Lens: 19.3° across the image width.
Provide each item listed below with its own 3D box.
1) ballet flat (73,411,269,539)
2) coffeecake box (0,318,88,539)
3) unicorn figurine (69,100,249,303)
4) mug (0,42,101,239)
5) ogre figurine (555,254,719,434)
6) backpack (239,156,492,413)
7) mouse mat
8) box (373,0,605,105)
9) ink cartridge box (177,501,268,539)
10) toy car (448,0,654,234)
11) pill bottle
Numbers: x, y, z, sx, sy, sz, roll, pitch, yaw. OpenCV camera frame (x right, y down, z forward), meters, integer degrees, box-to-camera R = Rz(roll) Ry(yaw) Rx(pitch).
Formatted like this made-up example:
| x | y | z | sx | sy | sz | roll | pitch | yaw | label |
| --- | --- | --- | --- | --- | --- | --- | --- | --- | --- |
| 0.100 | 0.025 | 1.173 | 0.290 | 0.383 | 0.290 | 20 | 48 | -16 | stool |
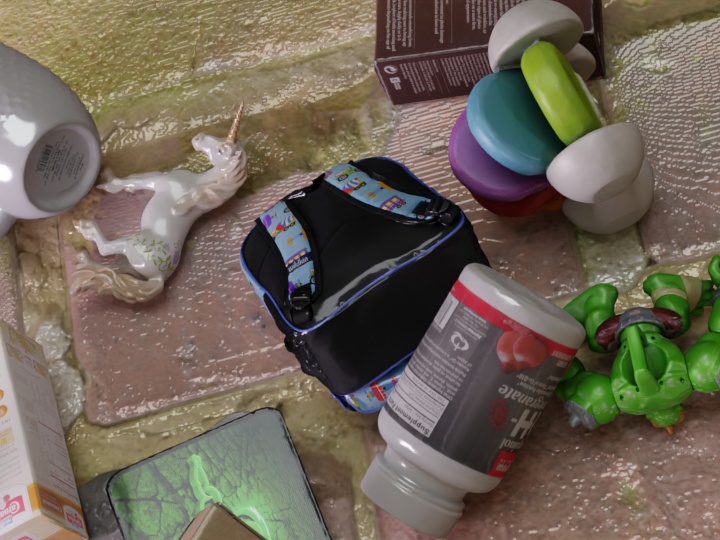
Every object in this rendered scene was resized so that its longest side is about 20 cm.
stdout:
| x | y | z | sx | sy | sz | roll | pitch | yaw | label |
| --- | --- | --- | --- | --- | --- | --- | --- | --- | --- |
| -0.160 | 0.178 | 1.764 | 0.200 | 0.046 | 0.067 | -30 | 71 | 4 | ballet flat |
| -0.328 | 0.165 | 1.780 | 0.153 | 0.073 | 0.200 | -29 | 55 | 14 | coffeecake box |
| -0.178 | -0.057 | 1.900 | 0.137 | 0.074 | 0.200 | 11 | 80 | 22 | unicorn figurine |
| -0.334 | -0.100 | 1.911 | 0.175 | 0.148 | 0.200 | 27 | 86 | 39 | mug |
| 0.224 | 0.062 | 1.685 | 0.200 | 0.098 | 0.120 | -4 | 46 | 1 | ogre figurine |
| 0.000 | 0.000 | 1.765 | 0.183 | 0.135 | 0.200 | -35 | 32 | -7 | backpack |
| -0.105 | 0.225 | 1.707 | 0.161 | 0.008 | 0.200 | -24 | 70 | 3 | mouse mat |
| 0.116 | -0.220 | 1.903 | 0.200 | 0.075 | 0.100 | -7 | 57 | 15 | box |
| -0.083 | 0.299 | 1.587 | 0.200 | 0.075 | 0.165 | 38 | 71 | -5 | ink cartridge box |
| 0.146 | -0.111 | 1.756 | 0.150 | 0.200 | 0.175 | -26 | 71 | 5 | toy car |
| 0.083 | 0.104 | 1.663 | 0.111 | 0.111 | 0.200 | 34 | 99 | 31 | pill bottle |
